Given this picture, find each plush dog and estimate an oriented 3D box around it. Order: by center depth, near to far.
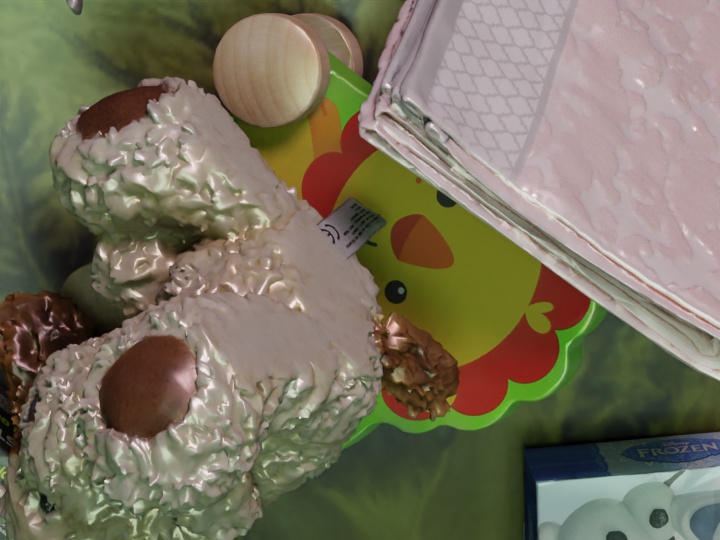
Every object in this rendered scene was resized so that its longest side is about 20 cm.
[{"bbox_3d":[-0.072,0.054,0.873,0.160,0.201,0.172,29,123,-35],"label":"plush dog"}]

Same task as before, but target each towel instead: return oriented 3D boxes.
[{"bbox_3d":[0.103,-0.073,0.903,0.190,0.201,0.032,34,136,-15],"label":"towel"}]

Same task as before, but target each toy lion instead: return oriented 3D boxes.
[{"bbox_3d":[0.000,0.000,0.939,0.191,0.069,0.201,38,104,11],"label":"toy lion"}]

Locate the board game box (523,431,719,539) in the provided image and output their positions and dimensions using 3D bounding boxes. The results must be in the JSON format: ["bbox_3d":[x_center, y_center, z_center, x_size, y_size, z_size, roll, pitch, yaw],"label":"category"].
[{"bbox_3d":[0.177,0.173,1.066,0.197,0.043,0.202,-4,109,-4],"label":"board game box"}]

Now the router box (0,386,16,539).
[{"bbox_3d":[-0.174,0.142,1.014,0.200,0.062,0.150,41,102,-16],"label":"router box"}]

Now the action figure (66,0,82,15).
[{"bbox_3d":[-0.210,-0.130,0.919,0.192,0.105,0.201,-7,135,5],"label":"action figure"}]
